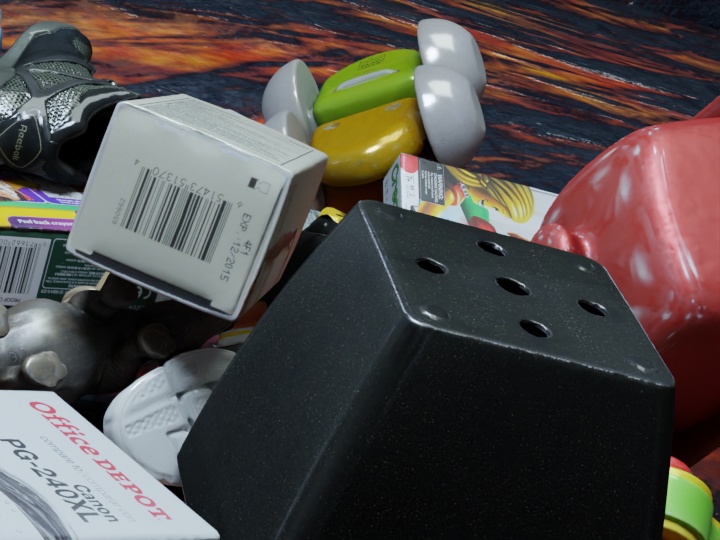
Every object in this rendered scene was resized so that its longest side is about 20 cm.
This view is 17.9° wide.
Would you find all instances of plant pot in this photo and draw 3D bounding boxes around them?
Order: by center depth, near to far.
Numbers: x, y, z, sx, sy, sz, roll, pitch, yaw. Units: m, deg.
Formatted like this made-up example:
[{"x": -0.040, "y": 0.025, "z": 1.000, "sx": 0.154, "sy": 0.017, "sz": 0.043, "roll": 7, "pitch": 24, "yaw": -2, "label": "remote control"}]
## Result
[{"x": 0.041, "y": 0.084, "z": 1.088, "sx": 0.199, "sy": 0.178, "sz": 0.200, "roll": 14, "pitch": 23, "yaw": -17, "label": "plant pot"}]

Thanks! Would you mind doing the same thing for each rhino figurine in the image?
[{"x": -0.142, "y": 0.038, "z": 1.218, "sx": 0.200, "sy": 0.060, "sz": 0.087, "roll": -11, "pitch": -13, "yaw": -44, "label": "rhino figurine"}]

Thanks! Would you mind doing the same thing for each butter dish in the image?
[{"x": 0.166, "y": 0.001, "z": 1.365, "sx": 0.147, "sy": 0.199, "sz": 0.201, "roll": 7, "pitch": 59, "yaw": -30, "label": "butter dish"}]

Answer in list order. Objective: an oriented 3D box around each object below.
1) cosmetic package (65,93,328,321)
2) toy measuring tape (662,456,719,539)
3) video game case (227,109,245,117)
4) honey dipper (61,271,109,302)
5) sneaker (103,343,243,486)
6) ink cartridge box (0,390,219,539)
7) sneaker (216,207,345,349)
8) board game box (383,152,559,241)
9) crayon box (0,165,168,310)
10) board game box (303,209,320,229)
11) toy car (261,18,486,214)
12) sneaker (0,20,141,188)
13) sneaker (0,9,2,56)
[{"x": -0.085, "y": -0.039, "z": 1.254, "sx": 0.103, "sy": 0.087, "sz": 0.200, "roll": 22, "pitch": 7, "yaw": 3, "label": "cosmetic package"}, {"x": 0.198, "y": 0.148, "z": 1.273, "sx": 0.199, "sy": 0.074, "sz": 0.074, "roll": 16, "pitch": 15, "yaw": -1, "label": "toy measuring tape"}, {"x": -0.093, "y": -0.088, "z": 1.849, "sx": 0.200, "sy": 0.023, "sz": 0.182, "roll": 29, "pitch": 18, "yaw": 31, "label": "video game case"}, {"x": -0.141, "y": -0.005, "z": 1.355, "sx": 0.038, "sy": 0.038, "sz": 0.200, "roll": 19, "pitch": 36, "yaw": 3, "label": "honey dipper"}, {"x": -0.075, "y": 0.078, "z": 1.254, "sx": 0.082, "sy": 0.077, "sz": 0.200, "roll": -11, "pitch": 0, "yaw": 41, "label": "sneaker"}, {"x": -0.181, "y": 0.112, "z": 0.942, "sx": 0.200, "sy": 0.084, "sz": 0.145, "roll": 4, "pitch": 21, "yaw": -42, "label": "ink cartridge box"}, {"x": 0.000, "y": 0.000, "z": 1.367, "sx": 0.200, "sy": 0.090, "sz": 0.070, "roll": -11, "pitch": -18, "yaw": 26, "label": "sneaker"}, {"x": 0.078, "y": 0.025, "z": 1.443, "sx": 0.126, "sy": 0.035, "sz": 0.200, "roll": 13, "pitch": 51, "yaw": -18, "label": "board game box"}, {"x": -0.211, "y": -0.032, "z": 1.452, "sx": 0.200, "sy": 0.058, "sz": 0.172, "roll": 4, "pitch": 20, "yaw": -40, "label": "crayon box"}, {"x": 0.039, "y": 0.025, "z": 1.539, "sx": 0.199, "sy": 0.064, "sz": 0.148, "roll": 14, "pitch": 17, "yaw": -12, "label": "board game box"}, {"x": 0.019, "y": -0.090, "z": 1.748, "sx": 0.175, "sy": 0.150, "sz": 0.200, "roll": -17, "pitch": 28, "yaw": 13, "label": "toy car"}, {"x": -0.188, "y": -0.104, "z": 1.483, "sx": 0.114, "sy": 0.076, "sz": 0.199, "roll": 20, "pitch": 18, "yaw": 1, "label": "sneaker"}, {"x": -0.271, "y": -0.122, "z": 1.511, "sx": 0.076, "sy": 0.081, "sz": 0.200, "roll": -4, "pitch": -14, "yaw": -4, "label": "sneaker"}]
